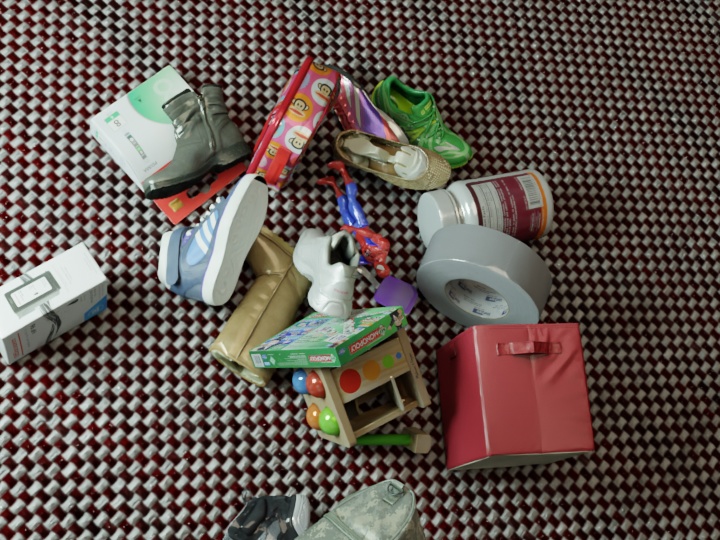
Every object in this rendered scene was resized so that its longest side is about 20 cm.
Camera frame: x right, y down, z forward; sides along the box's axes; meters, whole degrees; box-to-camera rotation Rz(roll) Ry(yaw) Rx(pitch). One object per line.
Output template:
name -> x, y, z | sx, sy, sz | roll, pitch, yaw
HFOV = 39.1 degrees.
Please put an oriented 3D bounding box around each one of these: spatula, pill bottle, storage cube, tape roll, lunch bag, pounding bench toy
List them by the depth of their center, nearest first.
lunch bag -> 0.024, 0.393, 1.331 | 0.166, 0.139, 0.203 | -33, 125, -23
pounding bench toy -> 0.004, 0.195, 1.442 | 0.154, 0.124, 0.204 | -24, 98, -22
storage cube -> 0.219, 0.186, 1.472 | 0.167, 0.200, 0.184 | 0, 74, -16
tape roll -> 0.185, 0.017, 1.525 | 0.198, 0.201, 0.067 | 28, 64, -3
lunch bag -> -0.106, -0.207, 1.535 | 0.081, 0.200, 0.179 | 27, 63, -8
spatula -> 0.000, 0.000, 1.579 | 0.198, 0.021, 0.057 | 34, 58, 1
pill bottle -> 0.198, -0.091, 1.620 | 0.196, 0.114, 0.116 | -11, 72, -19

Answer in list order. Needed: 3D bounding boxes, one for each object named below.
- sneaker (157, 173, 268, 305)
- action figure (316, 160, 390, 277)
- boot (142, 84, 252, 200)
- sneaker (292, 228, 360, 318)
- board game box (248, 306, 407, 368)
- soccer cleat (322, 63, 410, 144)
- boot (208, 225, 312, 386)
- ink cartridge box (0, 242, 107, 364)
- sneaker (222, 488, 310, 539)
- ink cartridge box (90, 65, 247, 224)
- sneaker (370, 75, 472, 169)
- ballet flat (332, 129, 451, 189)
sneaker -> -0.229, -0.059, 1.474 | 0.144, 0.080, 0.204 | 19, 88, 30
action figure -> -0.024, -0.068, 1.559 | 0.098, 0.065, 0.202 | -16, 65, -37
boot -> -0.269, -0.196, 1.532 | 0.198, 0.067, 0.132 | -31, 91, -34
sneaker -> -0.038, -0.019, 1.448 | 0.077, 0.101, 0.201 | 14, 25, -25
board game box -> -0.047, 0.093, 1.400 | 0.133, 0.198, 0.030 | -28, 103, -38
soccer cleat -> -0.008, -0.253, 1.657 | 0.073, 0.068, 0.200 | -43, 84, -13
boot -> -0.166, 0.040, 1.494 | 0.173, 0.066, 0.202 | 30, 65, -2
ink cartridge box -> -0.447, 0.056, 1.380 | 0.198, 0.116, 0.068 | -32, 78, -24
sneaker -> -0.134, 0.393, 1.358 | 0.111, 0.076, 0.204 | 13, 60, -9
ink cartridge box -> -0.292, -0.196, 1.563 | 0.160, 0.050, 0.200 | -40, 81, -25
sneaker -> 0.101, -0.241, 1.670 | 0.199, 0.084, 0.074 | 38, 63, 1
ballet flat -> 0.044, -0.174, 1.589 | 0.196, 0.065, 0.072 | 13, 88, 11
